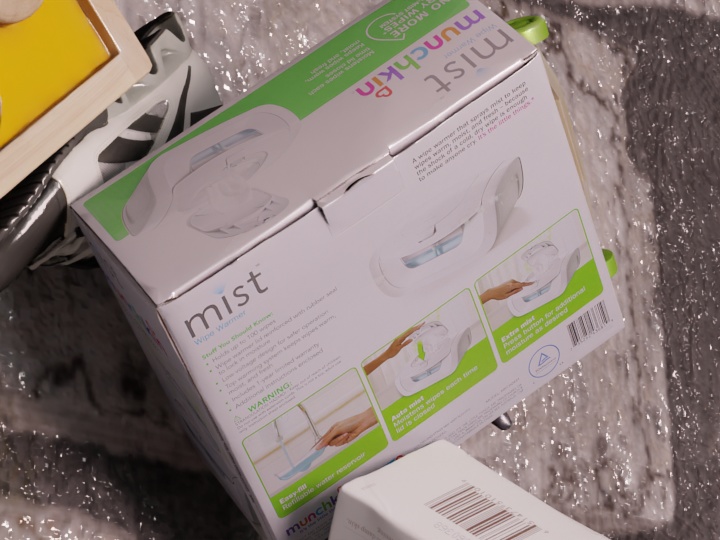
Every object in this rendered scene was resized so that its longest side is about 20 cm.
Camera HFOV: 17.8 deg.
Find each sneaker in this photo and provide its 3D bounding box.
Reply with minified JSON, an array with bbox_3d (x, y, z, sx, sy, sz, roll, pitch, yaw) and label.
[{"bbox_3d":[-0.113,-0.033,1.048,0.089,0.074,0.200,54,45,-16],"label":"sneaker"}]

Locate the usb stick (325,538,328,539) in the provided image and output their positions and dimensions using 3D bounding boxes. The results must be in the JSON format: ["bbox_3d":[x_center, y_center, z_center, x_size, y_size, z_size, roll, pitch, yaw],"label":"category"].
[{"bbox_3d":[0.055,0.161,1.192,0.200,0.032,0.056,36,51,-34],"label":"usb stick"}]

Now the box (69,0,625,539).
[{"bbox_3d":[0.000,0.000,1.028,0.199,0.097,0.177,-34,132,-11],"label":"box"}]

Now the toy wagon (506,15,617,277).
[{"bbox_3d":[0.095,-0.044,1.246,0.200,0.039,0.156,-61,135,-66],"label":"toy wagon"}]

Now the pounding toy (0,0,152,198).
[{"bbox_3d":[-0.182,-0.128,0.956,0.185,0.142,0.200,59,43,-15],"label":"pounding toy"}]

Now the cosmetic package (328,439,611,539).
[{"bbox_3d":[0.034,0.195,1.028,0.081,0.112,0.201,-18,130,-48],"label":"cosmetic package"}]

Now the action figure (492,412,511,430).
[{"bbox_3d":[0.035,-0.015,1.186,0.199,0.104,0.195,-13,95,-46],"label":"action figure"}]
